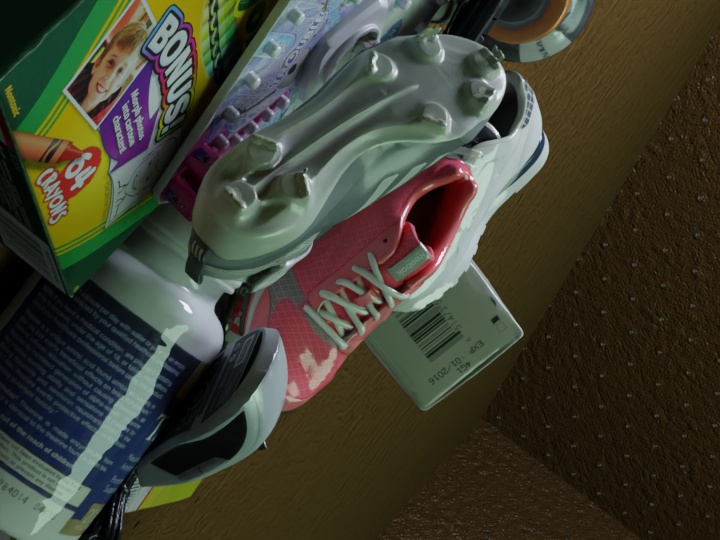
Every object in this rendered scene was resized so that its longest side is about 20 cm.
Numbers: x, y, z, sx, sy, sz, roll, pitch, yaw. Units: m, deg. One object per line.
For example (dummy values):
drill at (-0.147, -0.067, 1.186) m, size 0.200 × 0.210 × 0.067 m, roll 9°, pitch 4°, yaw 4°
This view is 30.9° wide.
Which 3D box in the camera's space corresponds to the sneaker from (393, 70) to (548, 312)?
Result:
sneaker at (0.065, -0.060, 0.967) m, size 0.201 × 0.076 × 0.081 m, roll -54°, pitch 156°, yaw -16°

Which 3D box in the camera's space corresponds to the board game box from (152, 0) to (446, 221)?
board game box at (-0.005, -0.116, 0.708) m, size 0.200 × 0.026 × 0.200 m, roll -52°, pitch 168°, yaw 21°

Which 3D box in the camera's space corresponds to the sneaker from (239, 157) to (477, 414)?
sneaker at (0.000, 0.000, 0.790) m, size 0.087 × 0.074 × 0.201 m, roll 1°, pitch -130°, yaw 57°

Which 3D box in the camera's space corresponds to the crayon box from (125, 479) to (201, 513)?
crayon box at (-0.154, 0.130, 1.052) m, size 0.127 × 0.051 × 0.200 m, roll -54°, pitch 166°, yaw 2°

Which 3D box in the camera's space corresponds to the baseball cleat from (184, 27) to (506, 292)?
baseball cleat at (-0.013, -0.058, 0.678) m, size 0.199 × 0.070 × 0.107 m, roll -29°, pitch 167°, yaw -30°

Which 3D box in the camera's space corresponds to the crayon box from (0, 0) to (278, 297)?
crayon box at (-0.109, -0.102, 0.603) m, size 0.173 × 0.058 × 0.200 m, roll -49°, pitch 167°, yaw -21°

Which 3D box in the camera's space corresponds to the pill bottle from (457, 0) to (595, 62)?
pill bottle at (0.122, -0.210, 0.959) m, size 0.107 × 0.106 × 0.200 m, roll -58°, pitch 179°, yaw 18°

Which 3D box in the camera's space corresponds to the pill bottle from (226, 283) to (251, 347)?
pill bottle at (-0.059, -0.002, 0.919) m, size 0.201 × 0.110 × 0.111 m, roll -60°, pitch 166°, yaw 21°

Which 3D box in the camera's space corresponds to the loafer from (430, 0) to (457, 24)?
loafer at (0.018, -0.199, 0.810) m, size 0.070 × 0.075 × 0.200 m, roll -71°, pitch 165°, yaw 14°

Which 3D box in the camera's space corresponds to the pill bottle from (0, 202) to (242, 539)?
pill bottle at (-0.147, 0.046, 0.729) m, size 0.200 × 0.111 × 0.111 m, roll -53°, pitch 167°, yaw -4°

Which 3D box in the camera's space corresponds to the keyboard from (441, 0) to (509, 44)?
keyboard at (0.064, -0.143, 0.808) m, size 0.201 × 0.021 × 0.127 m, roll -57°, pitch -170°, yaw -9°

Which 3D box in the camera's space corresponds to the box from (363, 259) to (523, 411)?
box at (0.049, 0.017, 1.131) m, size 0.109 × 0.128 × 0.200 m, roll -38°, pitch -170°, yaw 5°

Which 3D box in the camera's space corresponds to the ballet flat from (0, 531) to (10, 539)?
ballet flat at (-0.272, 0.172, 0.779) m, size 0.200 × 0.046 × 0.068 m, roll -37°, pitch 128°, yaw -67°

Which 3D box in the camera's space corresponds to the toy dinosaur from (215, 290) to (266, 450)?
toy dinosaur at (-0.099, 0.018, 0.830) m, size 0.047 × 0.202 × 0.088 m, roll -8°, pitch 174°, yaw -24°

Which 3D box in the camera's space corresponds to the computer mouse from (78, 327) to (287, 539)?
computer mouse at (-0.097, 0.099, 0.756) m, size 0.200 × 0.044 × 0.110 m, roll -34°, pitch -156°, yaw 43°
